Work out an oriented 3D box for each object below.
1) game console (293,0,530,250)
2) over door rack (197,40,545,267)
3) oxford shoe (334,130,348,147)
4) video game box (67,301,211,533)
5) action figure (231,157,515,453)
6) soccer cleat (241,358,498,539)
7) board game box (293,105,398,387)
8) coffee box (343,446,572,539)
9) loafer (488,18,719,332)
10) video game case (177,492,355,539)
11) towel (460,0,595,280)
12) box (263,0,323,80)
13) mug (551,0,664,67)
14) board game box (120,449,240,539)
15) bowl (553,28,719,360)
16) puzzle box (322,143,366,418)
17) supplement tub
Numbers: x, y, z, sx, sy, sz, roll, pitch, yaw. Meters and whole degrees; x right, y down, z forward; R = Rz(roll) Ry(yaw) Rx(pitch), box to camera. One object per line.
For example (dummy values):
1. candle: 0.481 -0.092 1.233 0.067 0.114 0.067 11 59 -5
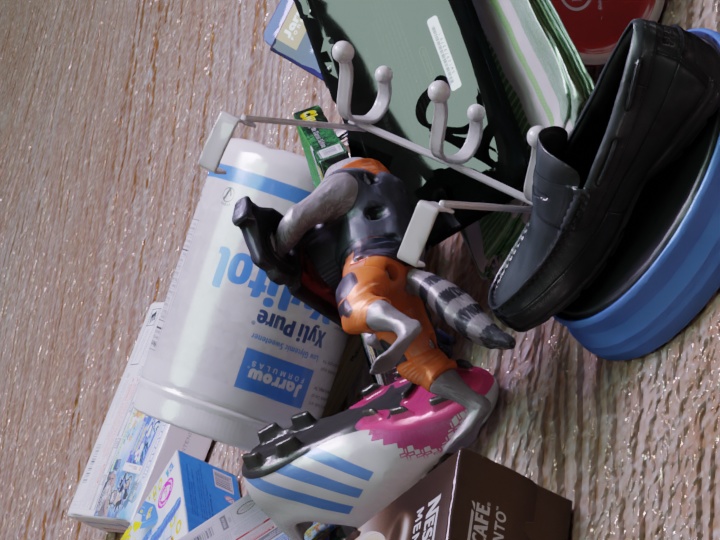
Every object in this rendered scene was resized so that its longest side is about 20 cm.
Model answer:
1. game console: 0.040 -0.105 1.638 0.175 0.116 0.201 -31 71 33
2. over door rack: 0.026 -0.073 1.446 0.200 0.147 0.067 -21 -49 -58
3. oxford shoe: -0.025 -0.024 1.908 0.201 0.072 0.085 -58 40 17
4. video game box: -0.164 0.120 2.098 0.182 0.047 0.201 -10 57 69
5. action figure: 0.029 0.010 1.497 0.104 0.200 0.194 -40 50 19
6. soccer cleat: 0.016 0.119 1.620 0.199 0.087 0.070 -21 20 32
7. board game box: 0.000 0.000 1.657 0.023 0.201 0.105 -18 23 -2
8. coffee box: 0.030 0.200 1.446 0.200 0.079 0.114 -43 28 47
9. loafer: 0.124 -0.054 1.415 0.201 0.070 0.068 -56 22 23
10. video game case: -0.068 0.204 1.691 0.143 0.018 0.200 -33 23 1
11. towel: 0.083 -0.105 1.591 0.153 0.023 0.200 65 154 26
12. box: 0.009 -0.190 1.899 0.199 0.032 0.122 32 98 37
13. mug: 0.095 -0.206 1.660 0.133 0.178 0.200 -39 19 -15
14. board game box: -0.153 0.268 1.872 0.197 0.056 0.200 -57 21 19
15. bowl: 0.169 -0.047 1.456 0.201 0.039 0.201 -52 22 32
16. puzzle box: -0.032 0.014 1.836 0.133 0.025 0.201 35 100 45
17. supplement tub: -0.067 0.021 1.757 0.132 0.131 0.202 11 83 70
